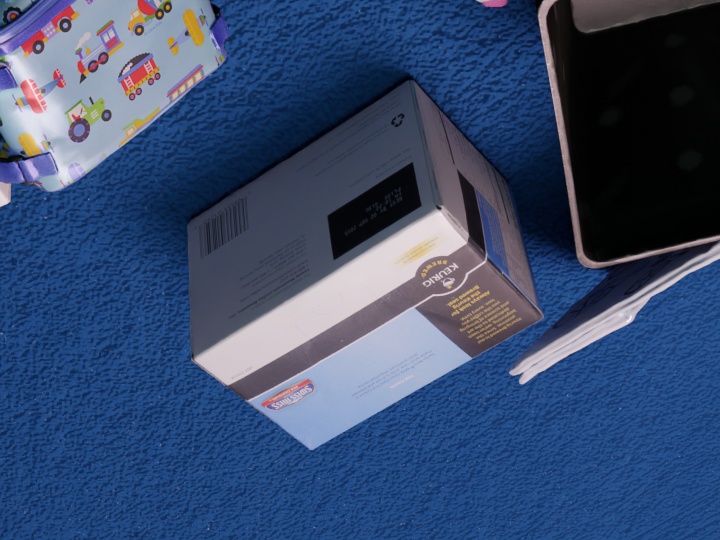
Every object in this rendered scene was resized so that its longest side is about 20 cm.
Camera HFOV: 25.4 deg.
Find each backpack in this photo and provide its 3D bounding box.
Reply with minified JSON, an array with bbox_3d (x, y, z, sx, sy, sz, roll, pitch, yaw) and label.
[{"bbox_3d":[-0.181,-0.170,0.846,0.182,0.134,0.201,-39,133,-26],"label":"backpack"}]

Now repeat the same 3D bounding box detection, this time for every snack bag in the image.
[{"bbox_3d":[0.209,-0.005,1.062,0.200,0.188,0.021,-36,89,38],"label":"snack bag"}]

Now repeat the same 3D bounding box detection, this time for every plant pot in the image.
[{"bbox_3d":[0.194,-0.151,0.918,0.198,0.178,0.201,-13,136,4],"label":"plant pot"}]

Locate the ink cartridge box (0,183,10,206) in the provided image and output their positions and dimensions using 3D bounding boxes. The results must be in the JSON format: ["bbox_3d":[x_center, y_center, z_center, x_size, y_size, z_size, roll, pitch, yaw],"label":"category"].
[{"bbox_3d":[-0.334,-0.080,0.975,0.198,0.085,0.145,-20,134,10],"label":"ink cartridge box"}]

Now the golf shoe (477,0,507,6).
[{"bbox_3d":[0.056,-0.239,0.898,0.091,0.076,0.201,4,133,9],"label":"golf shoe"}]

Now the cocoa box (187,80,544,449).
[{"bbox_3d":[0.000,0.000,1.067,0.199,0.134,0.131,-31,131,21],"label":"cocoa box"}]
